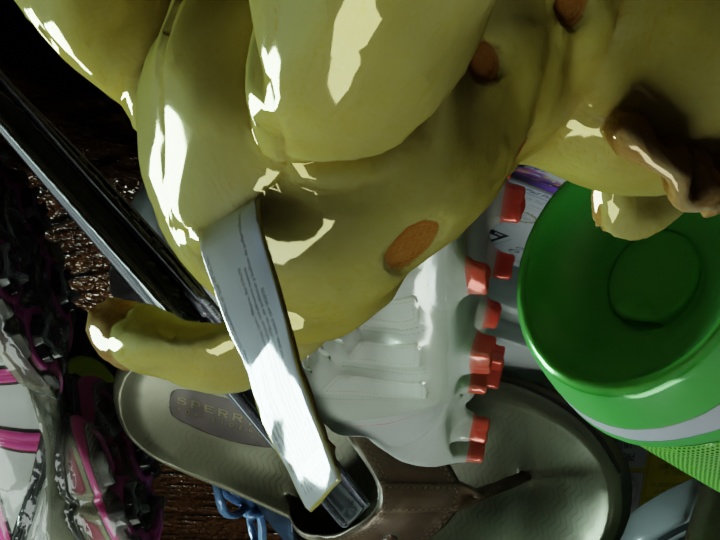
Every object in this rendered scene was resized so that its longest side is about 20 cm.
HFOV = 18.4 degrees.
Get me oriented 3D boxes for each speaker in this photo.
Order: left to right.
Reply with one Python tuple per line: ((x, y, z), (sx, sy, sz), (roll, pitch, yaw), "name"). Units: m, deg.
((0.128, 0.032, 0.644), (0.088, 0.089, 0.200), (2, 161, 39), "speaker")

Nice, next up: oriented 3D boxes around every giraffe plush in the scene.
((0.030, -0.066, 0.455), (0.162, 0.200, 0.172), (-11, 176, -32), "giraffe plush")

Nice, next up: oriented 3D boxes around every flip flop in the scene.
((-0.002, 0.069, 0.799), (0.200, 0.081, 0.058), (16, -156, 14), "flip flop")

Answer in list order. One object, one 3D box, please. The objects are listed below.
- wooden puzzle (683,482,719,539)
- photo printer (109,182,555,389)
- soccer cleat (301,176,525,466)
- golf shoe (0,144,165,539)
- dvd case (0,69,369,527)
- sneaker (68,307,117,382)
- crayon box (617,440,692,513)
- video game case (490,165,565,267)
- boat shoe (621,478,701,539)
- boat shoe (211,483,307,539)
((0.194, 0.107, 0.715), (0.200, 0.185, 0.037), (-3, 127, 26), "wooden puzzle")
((0.000, 0.000, 0.847), (0.166, 0.070, 0.200), (19, 165, -18), "photo printer")
((0.006, 0.013, 0.678), (0.077, 0.069, 0.200), (11, 157, 6), "soccer cleat")
((-0.146, 0.035, 0.830), (0.092, 0.073, 0.200), (-13, 117, 12), "golf shoe")
((-0.080, -0.013, 0.729), (0.200, 0.016, 0.149), (46, 174, 35), "dvd case")
((-0.164, 0.057, 0.938), (0.200, 0.066, 0.078), (8, 144, -40), "sneaker")
((0.133, 0.148, 1.016), (0.051, 0.200, 0.127), (21, 165, -29), "crayon box")
((0.111, -0.028, 0.686), (0.200, 0.046, 0.181), (20, 164, -22), "video game case")
((0.181, 0.109, 0.841), (0.199, 0.068, 0.074), (-19, 146, 27), "boat shoe")
((-0.021, 0.076, 0.875), (0.200, 0.069, 0.084), (4, 164, 35), "boat shoe")
